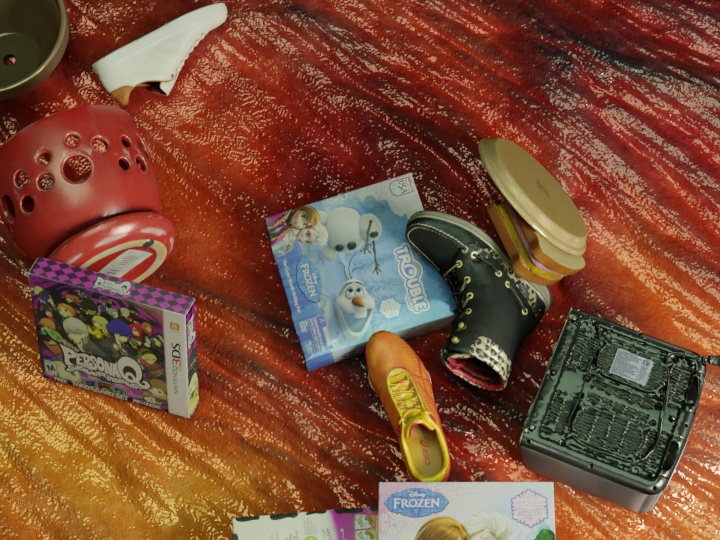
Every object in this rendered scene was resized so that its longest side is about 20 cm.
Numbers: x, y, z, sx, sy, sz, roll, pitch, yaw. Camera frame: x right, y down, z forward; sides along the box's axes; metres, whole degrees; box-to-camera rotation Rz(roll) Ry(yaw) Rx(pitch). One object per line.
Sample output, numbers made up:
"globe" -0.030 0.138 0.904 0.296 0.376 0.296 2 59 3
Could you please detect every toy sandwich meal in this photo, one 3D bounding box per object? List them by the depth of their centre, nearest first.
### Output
"toy sandwich meal" 0.200 -0.072 1.767 0.070 0.205 0.206 -43 67 22

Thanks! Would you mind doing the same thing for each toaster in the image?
"toaster" 0.297 0.163 1.672 0.198 0.119 0.182 20 71 13

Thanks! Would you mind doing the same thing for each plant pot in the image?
"plant pot" -0.336 -0.075 1.778 0.199 0.201 0.184 -25 70 -6
"plant pot" -0.479 -0.303 1.941 0.199 0.093 0.203 -2 68 4

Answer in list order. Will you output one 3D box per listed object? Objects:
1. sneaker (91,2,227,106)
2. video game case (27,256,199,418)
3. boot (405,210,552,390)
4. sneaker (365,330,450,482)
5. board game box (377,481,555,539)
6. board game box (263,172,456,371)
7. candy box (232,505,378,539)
"sneaker" -0.254 -0.285 1.942 0.199 0.073 0.085 -32 99 -15
"video game case" -0.289 0.081 1.721 0.198 0.182 0.036 15 44 10
"boot" 0.121 0.034 1.721 0.203 0.074 0.154 34 53 -6
"sneaker" 0.062 0.159 1.705 0.072 0.077 0.201 -22 74 -7
"board game box" 0.115 0.329 1.582 0.198 0.041 0.201 -1 59 4
"board game box" 0.000 0.000 1.804 0.197 0.043 0.202 -17 68 -4
"candy box" -0.044 0.346 1.652 0.198 0.061 0.138 -4 66 1
